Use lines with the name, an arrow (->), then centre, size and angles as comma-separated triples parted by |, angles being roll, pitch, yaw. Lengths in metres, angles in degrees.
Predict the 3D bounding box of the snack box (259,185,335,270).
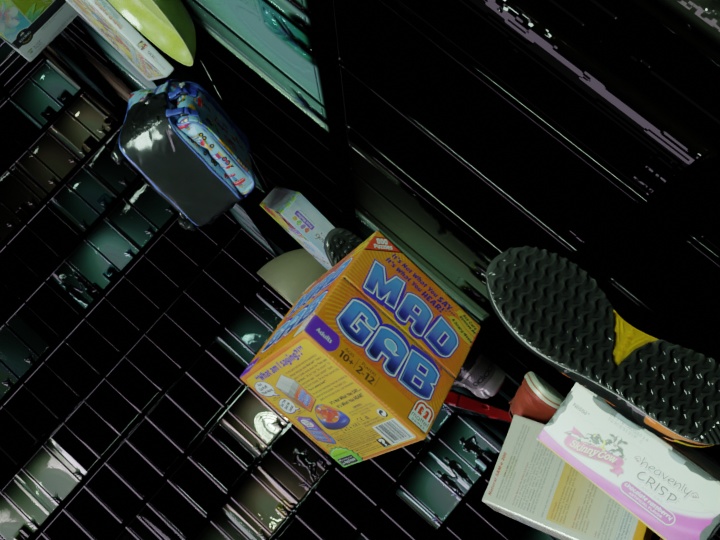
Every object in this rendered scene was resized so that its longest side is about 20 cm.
snack box -> -0.075, -0.058, 1.201 | 0.200, 0.053, 0.142 | 44, 174, -24

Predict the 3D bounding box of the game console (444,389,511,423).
game console -> 0.238, 0.248, 1.225 | 0.177, 0.031, 0.200 | 13, 172, 16

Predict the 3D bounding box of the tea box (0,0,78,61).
tea box -> -0.606, -0.487, 1.117 | 0.200, 0.134, 0.197 | 40, 174, 7

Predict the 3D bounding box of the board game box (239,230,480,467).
board game box -> 0.000, 0.112, 0.940 | 0.200, 0.200, 0.200 | 42, 141, -9

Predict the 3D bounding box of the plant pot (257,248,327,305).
plant pot -> -0.138, 0.023, 1.710 | 0.200, 0.134, 0.200 | 41, 174, 5

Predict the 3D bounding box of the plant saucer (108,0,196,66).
plant saucer -> -0.240, -0.299, 0.713 | 0.200, 0.031, 0.200 | 41, 174, 6

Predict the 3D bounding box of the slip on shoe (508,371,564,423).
slip on shoe -> 0.244, 0.189, 0.963 | 0.074, 0.061, 0.200 | 41, 172, 15

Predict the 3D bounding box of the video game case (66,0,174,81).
video game case -> -0.377, -0.368, 1.060 | 0.182, 0.023, 0.200 | 45, 172, -26

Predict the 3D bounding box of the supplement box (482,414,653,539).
supplement box -> 0.276, 0.285, 0.891 | 0.200, 0.126, 0.074 | 15, 160, 33

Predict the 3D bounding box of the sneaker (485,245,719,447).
sneaker -> 0.175, 0.062, 0.510 | 0.200, 0.070, 0.090 | 36, 169, 22

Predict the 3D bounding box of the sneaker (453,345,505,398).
sneaker -> 0.160, 0.150, 1.147 | 0.087, 0.074, 0.200 | 46, 169, -15

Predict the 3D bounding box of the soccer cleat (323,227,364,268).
soccer cleat -> 0.000, 0.000, 1.100 | 0.200, 0.068, 0.073 | 42, 170, -35

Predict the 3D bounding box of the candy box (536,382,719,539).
candy box -> 0.245, 0.162, 0.588 | 0.136, 0.061, 0.200 | 37, -173, 31

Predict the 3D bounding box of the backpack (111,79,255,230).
backpack -> -0.247, -0.187, 0.987 | 0.183, 0.134, 0.200 | 50, -165, -39

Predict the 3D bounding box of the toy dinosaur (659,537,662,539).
toy dinosaur -> 0.524, 0.441, 1.093 | 0.181, 0.105, 0.200 | -88, -12, -83
